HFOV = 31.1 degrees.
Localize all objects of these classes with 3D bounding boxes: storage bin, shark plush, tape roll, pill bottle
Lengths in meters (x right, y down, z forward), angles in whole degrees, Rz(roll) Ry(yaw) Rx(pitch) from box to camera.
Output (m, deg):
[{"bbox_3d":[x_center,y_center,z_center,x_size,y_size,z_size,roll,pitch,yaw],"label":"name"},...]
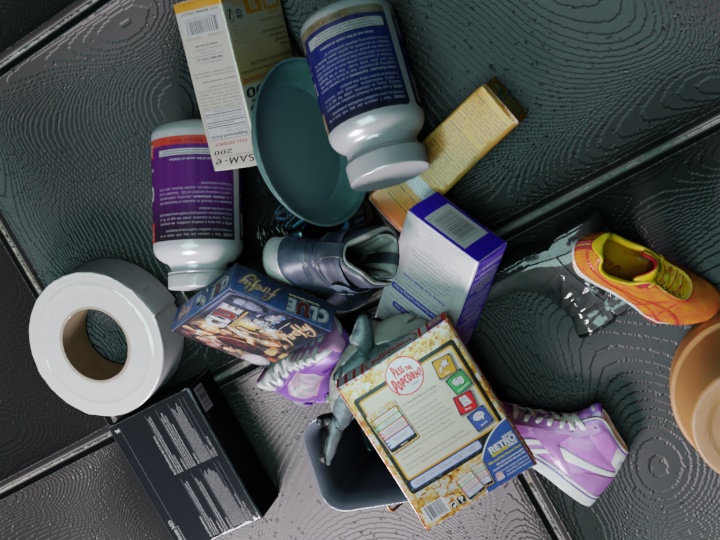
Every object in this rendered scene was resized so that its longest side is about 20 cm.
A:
[{"bbox_3d":[0.053,0.212,1.611,0.198,0.134,0.147,-13,101,21],"label":"storage bin"},{"bbox_3d":[0.005,0.133,1.513,0.083,0.091,0.201,30,77,13],"label":"shark plush"},{"bbox_3d":[-0.339,0.088,1.734,0.200,0.071,0.205,5,106,17],"label":"tape roll"},{"bbox_3d":[-0.200,-0.078,1.590,0.111,0.112,0.203,-3,85,18],"label":"pill bottle"},{"bbox_3d":[0.008,-0.200,1.484,0.115,0.115,0.202,-20,77,22],"label":"pill bottle"}]

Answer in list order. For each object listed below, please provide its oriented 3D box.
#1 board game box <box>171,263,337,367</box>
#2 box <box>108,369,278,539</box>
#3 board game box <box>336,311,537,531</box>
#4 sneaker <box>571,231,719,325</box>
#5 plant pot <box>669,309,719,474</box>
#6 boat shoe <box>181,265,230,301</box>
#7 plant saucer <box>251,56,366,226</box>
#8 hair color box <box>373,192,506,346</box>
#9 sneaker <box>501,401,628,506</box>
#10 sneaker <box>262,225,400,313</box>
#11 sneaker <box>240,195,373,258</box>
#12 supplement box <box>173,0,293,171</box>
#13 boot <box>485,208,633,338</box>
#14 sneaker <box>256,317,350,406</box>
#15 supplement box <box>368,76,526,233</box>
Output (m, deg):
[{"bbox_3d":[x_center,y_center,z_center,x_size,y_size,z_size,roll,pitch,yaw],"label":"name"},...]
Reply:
[{"bbox_3d":[-0.132,0.059,1.561,0.134,0.035,0.200,24,154,-19],"label":"board game box"},{"bbox_3d":[-0.223,0.257,1.742,0.140,0.079,0.201,-26,97,19],"label":"box"},{"bbox_3d":[0.087,0.173,1.485,0.151,0.046,0.201,-31,99,4],"label":"board game box"},{"bbox_3d":[0.332,0.014,1.467,0.198,0.077,0.074,19,81,-20],"label":"sneaker"},{"bbox_3d":[0.448,0.152,1.467,0.198,0.140,0.202,4,106,15],"label":"plant pot"},{"bbox_3d":[-0.208,-0.003,1.668,0.070,0.064,0.201,-27,96,23],"label":"boat shoe"},{"bbox_3d":[-0.065,-0.148,1.519,0.036,0.199,0.202,-11,103,39],"label":"plant saucer"},{"bbox_3d":[0.090,0.021,1.535,0.109,0.065,0.201,38,134,22],"label":"hair color box"},{"bbox_3d":[0.236,0.187,1.587,0.199,0.073,0.115,33,109,-5],"label":"sneaker"},{"bbox_3d":[0.000,0.002,1.527,0.145,0.202,0.078,-7,76,31],"label":"sneaker"},{"bbox_3d":[-0.087,-0.056,1.606,0.198,0.082,0.074,-13,102,21],"label":"sneaker"},{"bbox_3d":[-0.136,-0.232,1.540,0.073,0.126,0.202,-6,105,31],"label":"supplement box"},{"bbox_3d":[0.233,0.028,1.541,0.199,0.070,0.132,-28,101,27],"label":"boot"},{"bbox_3d":[-0.053,0.122,1.624,0.088,0.081,0.200,39,149,-9],"label":"sneaker"},{"bbox_3d":[0.103,-0.136,1.532,0.069,0.067,0.200,45,114,1],"label":"supplement box"}]
